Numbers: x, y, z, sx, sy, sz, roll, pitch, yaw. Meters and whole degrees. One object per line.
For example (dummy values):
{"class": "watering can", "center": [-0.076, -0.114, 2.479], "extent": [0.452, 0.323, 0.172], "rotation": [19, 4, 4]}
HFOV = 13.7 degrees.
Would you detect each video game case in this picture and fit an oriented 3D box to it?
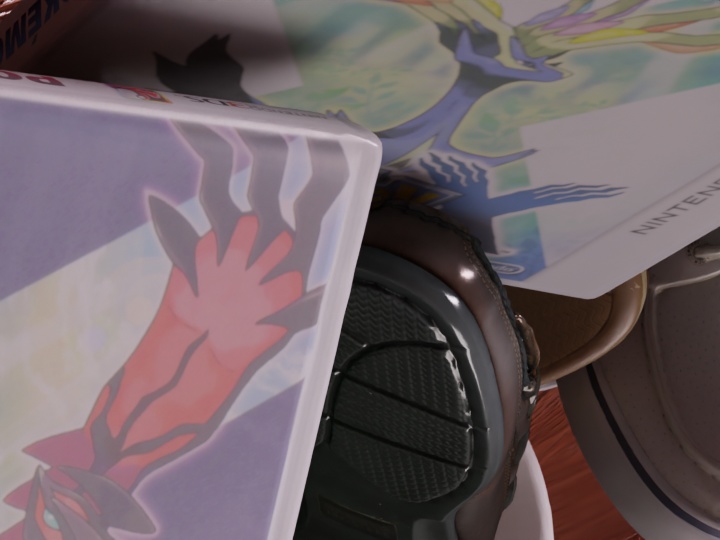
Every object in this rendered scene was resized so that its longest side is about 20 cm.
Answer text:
{"class": "video game case", "center": [-0.096, 0.057, 0.604], "extent": [0.182, 0.201, 0.023], "rotation": [6, -167, -32]}
{"class": "video game case", "center": [0.022, -0.044, 0.678], "extent": [0.199, 0.022, 0.182], "rotation": [10, 156, -29]}

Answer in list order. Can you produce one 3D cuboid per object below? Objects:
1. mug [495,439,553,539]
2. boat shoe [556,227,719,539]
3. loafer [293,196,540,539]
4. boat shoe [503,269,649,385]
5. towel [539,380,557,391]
{"class": "mug", "center": [-0.058, 0.092, 1.086], "extent": [0.200, 0.177, 0.134], "rotation": [-13, -137, 49]}
{"class": "boat shoe", "center": [0.100, -0.011, 0.869], "extent": [0.071, 0.201, 0.070], "rotation": [15, 140, -20]}
{"class": "loafer", "center": [0.014, 0.035, 0.786], "extent": [0.063, 0.072, 0.200], "rotation": [-58, 163, -29]}
{"class": "boat shoe", "center": [0.000, 0.000, 0.877], "extent": [0.199, 0.072, 0.072], "rotation": [-11, -165, 33]}
{"class": "towel", "center": [-0.009, 0.030, 0.969], "extent": [0.146, 0.030, 0.200], "rotation": [-24, -165, -20]}
